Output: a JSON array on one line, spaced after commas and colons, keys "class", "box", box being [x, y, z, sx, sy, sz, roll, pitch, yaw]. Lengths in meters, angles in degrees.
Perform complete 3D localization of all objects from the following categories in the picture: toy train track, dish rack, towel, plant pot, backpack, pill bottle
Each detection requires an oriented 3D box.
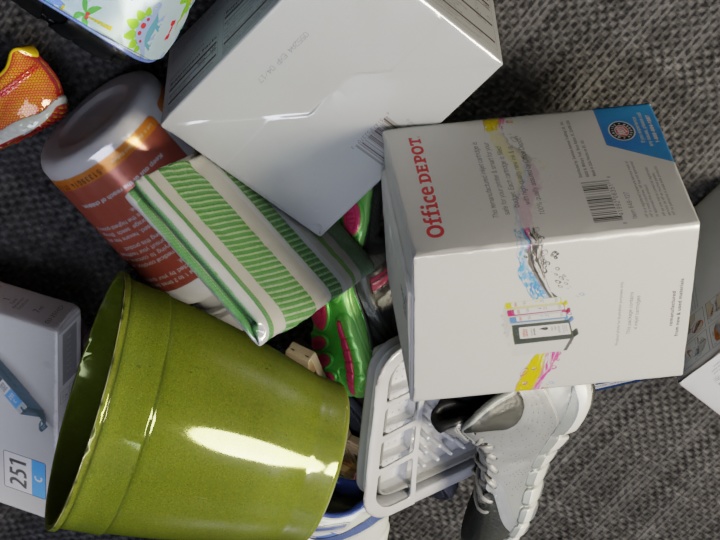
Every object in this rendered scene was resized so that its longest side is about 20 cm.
[{"class": "toy train track", "box": [-0.032, 0.126, 1.628, 0.115, 0.033, 0.200, 24, 155, 27]}, {"class": "dish rack", "box": [0.074, 0.097, 1.602, 0.200, 0.044, 0.172, -20, 131, -33]}, {"class": "towel", "box": [-0.077, -0.029, 1.440, 0.153, 0.200, 0.023, 48, 115, 3]}, {"class": "plant pot", "box": [-0.118, 0.123, 1.502, 0.193, 0.200, 0.200, 17, 123, -14]}, {"class": "backpack", "box": [-0.184, -0.236, 1.353, 0.183, 0.200, 0.147, 30, 100, -14]}, {"class": "pill bottle", "box": [-0.143, -0.047, 1.527, 0.112, 0.112, 0.200, -30, 117, 20]}]

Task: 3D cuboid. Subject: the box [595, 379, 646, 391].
[{"class": "box", "box": [0.186, -0.005, 1.566, 0.064, 0.070, 0.200, -14, 122, 13]}]

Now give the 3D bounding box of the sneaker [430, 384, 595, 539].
[{"class": "sneaker", "box": [0.095, 0.142, 1.581, 0.115, 0.075, 0.200, 9, 119, -30]}]

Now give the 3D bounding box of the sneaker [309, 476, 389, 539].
[{"class": "sneaker", "box": [-0.073, 0.186, 1.643, 0.200, 0.075, 0.088, 6, 132, -3]}]

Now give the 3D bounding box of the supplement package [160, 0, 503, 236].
[{"class": "supplement package", "box": [-0.022, -0.156, 1.447, 0.156, 0.111, 0.200, 35, 119, -24]}]

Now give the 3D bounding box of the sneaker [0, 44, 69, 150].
[{"class": "sneaker", "box": [-0.315, -0.112, 1.530, 0.200, 0.073, 0.077, -27, 94, 17]}]

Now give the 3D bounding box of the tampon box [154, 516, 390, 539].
[{"class": "tampon box", "box": [-0.083, 0.270, 1.711, 0.200, 0.150, 0.126, 8, 124, -3]}]

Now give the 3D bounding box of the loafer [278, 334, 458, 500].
[{"class": "loafer", "box": [0.015, 0.112, 1.665, 0.200, 0.063, 0.072, 42, 158, -19]}]

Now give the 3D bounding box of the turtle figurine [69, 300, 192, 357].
[{"class": "turtle figurine", "box": [-0.150, 0.093, 1.632, 0.200, 0.101, 0.150, 14, 113, 5]}]

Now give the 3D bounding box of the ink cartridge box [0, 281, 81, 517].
[{"class": "ink cartridge box", "box": [-0.315, 0.095, 1.633, 0.176, 0.045, 0.200, 17, 125, 17]}]

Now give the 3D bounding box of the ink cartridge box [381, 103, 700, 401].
[{"class": "ink cartridge box", "box": [0.122, -0.013, 1.413, 0.200, 0.147, 0.145, -5, 131, -4]}]

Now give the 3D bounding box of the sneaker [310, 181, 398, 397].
[{"class": "sneaker", "box": [0.000, 0.000, 1.585, 0.077, 0.084, 0.200, 16, 117, 39]}]

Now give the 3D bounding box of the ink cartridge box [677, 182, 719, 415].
[{"class": "ink cartridge box", "box": [0.323, 0.052, 1.519, 0.176, 0.200, 0.084, 37, 118, -19]}]
